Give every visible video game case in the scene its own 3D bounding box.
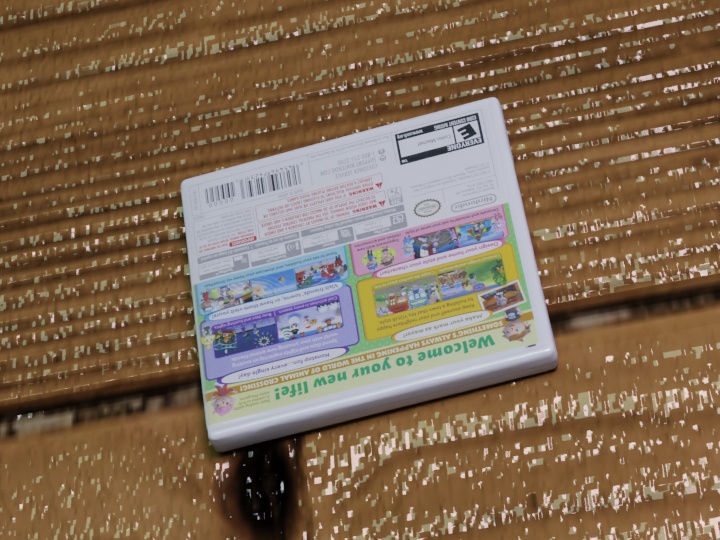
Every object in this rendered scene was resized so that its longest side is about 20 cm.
[{"bbox_3d":[0.000,0.000,1.185,0.199,0.022,0.183,-14,55,7],"label":"video game case"}]
